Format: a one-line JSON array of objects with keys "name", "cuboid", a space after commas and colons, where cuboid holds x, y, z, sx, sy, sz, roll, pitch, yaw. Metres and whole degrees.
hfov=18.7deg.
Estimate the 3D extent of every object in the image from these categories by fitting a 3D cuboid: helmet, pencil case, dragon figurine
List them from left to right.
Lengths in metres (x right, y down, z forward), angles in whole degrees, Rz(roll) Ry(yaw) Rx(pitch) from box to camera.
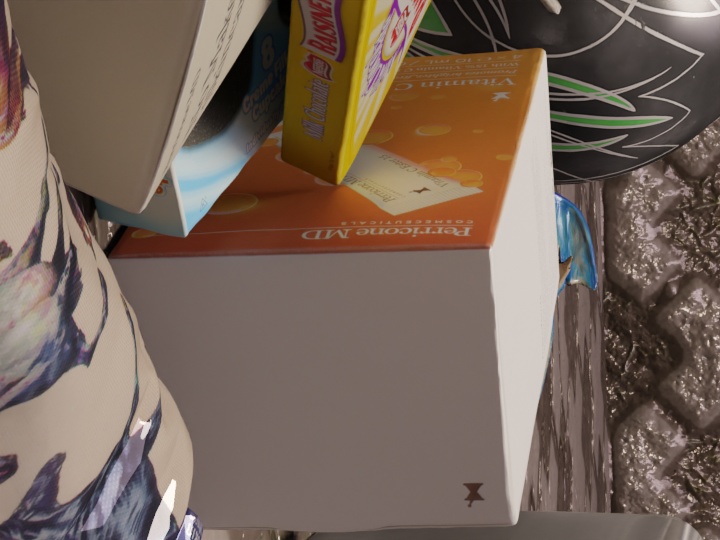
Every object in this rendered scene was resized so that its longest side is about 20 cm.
[{"name": "pencil case", "cuboid": [-0.086, 0.003, 0.415, 0.201, 0.077, 0.090, 76, -3, -52]}, {"name": "dragon figurine", "cuboid": [0.087, -0.013, 1.133, 0.099, 0.058, 0.202, 21, 55, -72]}, {"name": "helmet", "cuboid": [0.084, -0.136, 1.026, 0.201, 0.198, 0.192, 78, 11, -45]}]

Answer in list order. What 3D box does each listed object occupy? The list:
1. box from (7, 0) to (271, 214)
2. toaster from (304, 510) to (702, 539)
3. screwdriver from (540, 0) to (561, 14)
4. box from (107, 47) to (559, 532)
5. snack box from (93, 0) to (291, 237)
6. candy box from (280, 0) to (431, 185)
[{"name": "box", "cuboid": [-0.039, -0.113, 0.548, 0.082, 0.068, 0.201, 113, 2, -48]}, {"name": "toaster", "cuboid": [0.063, 0.194, 0.887, 0.119, 0.198, 0.182, -41, 129, -71]}, {"name": "screwdriver", "cuboid": [0.039, -0.125, 0.752, 0.200, 0.028, 0.029, 43, 32, -58]}, {"name": "box", "cuboid": [0.000, 0.000, 0.764, 0.200, 0.123, 0.098, -69, 156, -65]}, {"name": "snack box", "cuboid": [-0.031, -0.117, 0.690, 0.200, 0.037, 0.117, -55, 146, -42]}, {"name": "candy box", "cuboid": [0.010, -0.100, 0.619, 0.103, 0.026, 0.200, -62, 176, -14]}]
